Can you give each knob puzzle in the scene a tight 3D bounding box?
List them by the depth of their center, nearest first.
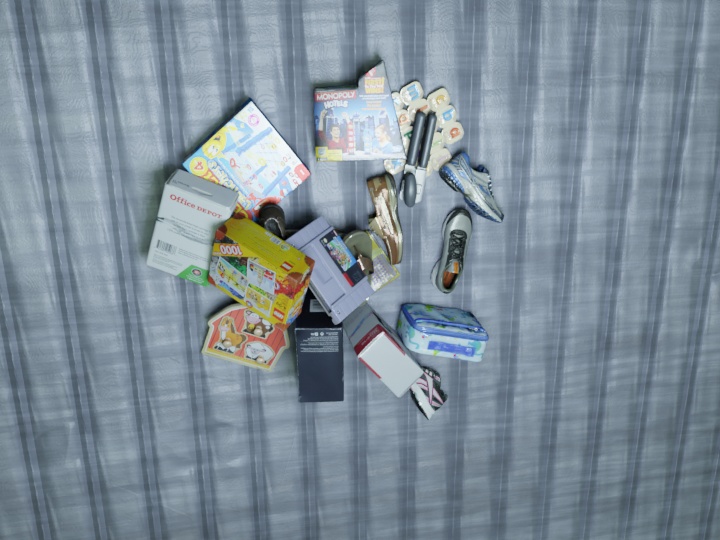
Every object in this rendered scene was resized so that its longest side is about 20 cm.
[{"bbox_3d":[-0.251,0.147,1.658,0.214,0.031,0.223,-1,129,-1],"label":"knob puzzle"}]

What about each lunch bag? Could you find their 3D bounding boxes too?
[{"bbox_3d":[0.191,0.144,1.710,0.195,0.161,0.084,10,108,-13],"label":"lunch bag"}]

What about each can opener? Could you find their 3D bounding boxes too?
[{"bbox_3d":[0.129,-0.239,1.602,0.052,0.067,0.205,7,109,-12],"label":"can opener"}]

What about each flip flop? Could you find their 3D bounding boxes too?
[{"bbox_3d":[0.000,0.000,1.627,0.080,0.058,0.204,-18,125,-24],"label":"flip flop"}]

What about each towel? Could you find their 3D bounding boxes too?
[{"bbox_3d":[-0.021,0.012,1.699,0.198,0.023,0.145,-33,112,1],"label":"towel"}]

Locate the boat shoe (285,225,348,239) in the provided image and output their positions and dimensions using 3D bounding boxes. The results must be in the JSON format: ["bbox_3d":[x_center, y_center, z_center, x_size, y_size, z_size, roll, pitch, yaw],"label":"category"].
[{"bbox_3d":[-0.112,-0.062,1.630,0.195,0.074,0.076,6,111,-19],"label":"boat shoe"}]

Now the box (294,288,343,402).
[{"bbox_3d":[-0.088,0.157,1.627,0.101,0.201,0.186,0,117,-2],"label":"box"}]

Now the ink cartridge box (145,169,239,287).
[{"bbox_3d":[-0.349,-0.088,1.533,0.144,0.084,0.203,21,121,-7],"label":"ink cartridge box"}]

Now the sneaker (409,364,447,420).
[{"bbox_3d":[0.150,0.262,1.799,0.085,0.080,0.202,-34,120,-10],"label":"sneaker"}]

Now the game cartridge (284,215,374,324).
[{"bbox_3d":[-0.065,-0.005,1.537,0.129,0.038,0.202,-37,93,-37],"label":"game cartridge"}]

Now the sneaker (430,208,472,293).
[{"bbox_3d":[0.219,-0.041,1.696,0.072,0.079,0.205,9,106,-11],"label":"sneaker"}]

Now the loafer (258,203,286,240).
[{"bbox_3d":[-0.185,-0.033,1.547,0.071,0.072,0.205,-7,109,0],"label":"loafer"}]

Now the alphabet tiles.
[{"bbox_3d":[0.123,-0.305,1.621,0.193,0.015,0.203,-28,111,2],"label":"alphabet tiles"}]

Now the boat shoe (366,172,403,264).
[{"bbox_3d":[0.052,-0.114,1.648,0.072,0.076,0.205,-9,103,-1],"label":"boat shoe"}]

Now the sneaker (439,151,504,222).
[{"bbox_3d":[0.270,-0.187,1.659,0.199,0.077,0.086,42,86,-26],"label":"sneaker"}]

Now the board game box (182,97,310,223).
[{"bbox_3d":[-0.240,-0.220,1.559,0.195,0.056,0.201,-40,111,4],"label":"board game box"}]

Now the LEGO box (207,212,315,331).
[{"bbox_3d":[-0.203,0.003,1.492,0.197,0.077,0.151,31,132,12],"label":"LEGO box"}]

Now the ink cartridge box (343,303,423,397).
[{"bbox_3d":[0.046,0.173,1.673,0.083,0.200,0.146,-44,111,4],"label":"ink cartridge box"}]

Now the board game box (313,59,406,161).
[{"bbox_3d":[0.000,-0.338,1.555,0.195,0.062,0.205,-1,106,-1],"label":"board game box"}]
